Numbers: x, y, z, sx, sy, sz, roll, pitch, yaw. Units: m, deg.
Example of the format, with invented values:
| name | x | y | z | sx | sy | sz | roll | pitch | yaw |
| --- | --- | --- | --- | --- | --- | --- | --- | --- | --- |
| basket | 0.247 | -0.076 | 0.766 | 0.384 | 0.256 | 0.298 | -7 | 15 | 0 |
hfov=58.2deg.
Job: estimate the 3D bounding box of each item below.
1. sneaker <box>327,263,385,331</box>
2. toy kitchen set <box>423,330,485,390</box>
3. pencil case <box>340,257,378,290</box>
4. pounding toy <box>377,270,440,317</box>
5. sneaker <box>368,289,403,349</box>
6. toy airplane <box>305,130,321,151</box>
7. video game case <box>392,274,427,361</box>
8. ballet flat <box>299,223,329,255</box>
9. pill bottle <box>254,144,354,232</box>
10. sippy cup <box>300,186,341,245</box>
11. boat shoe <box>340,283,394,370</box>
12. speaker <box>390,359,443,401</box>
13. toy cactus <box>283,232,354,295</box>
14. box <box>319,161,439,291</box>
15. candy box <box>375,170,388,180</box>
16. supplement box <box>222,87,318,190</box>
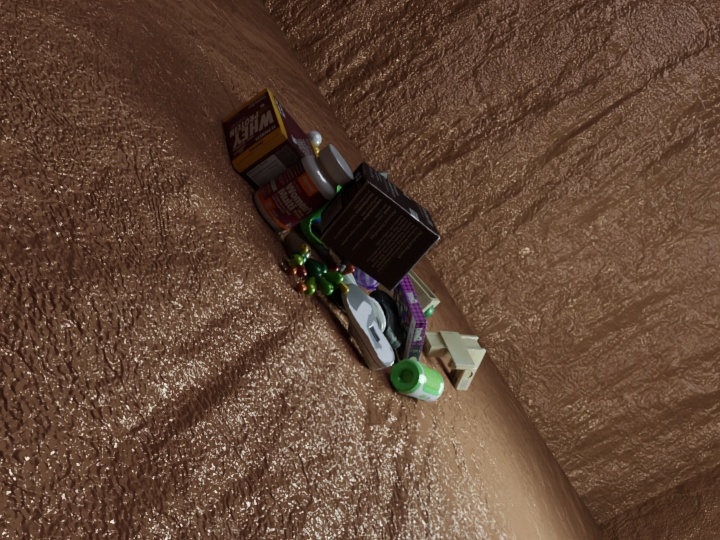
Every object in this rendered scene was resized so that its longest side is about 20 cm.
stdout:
| name | x | y | z | sx | sy | sz | roll | pitch | yaw |
| --- | --- | --- | --- | --- | --- | --- | --- | --- | --- |
| sneaker | -0.019 | 0.083 | 1.498 | 0.200 | 0.075 | 0.082 | 49 | 31 | -18 |
| toy kitchen set | 0.294 | 0.320 | 2.109 | 0.199 | 0.181 | 0.163 | 7 | 31 | -20 |
| pencil case | 0.000 | 0.000 | 1.610 | 0.200 | 0.084 | 0.086 | -166 | -103 | -80 |
| pounding toy | 0.144 | 0.100 | 1.986 | 0.200 | 0.142 | 0.184 | 49 | 9 | 13 |
| sneaker | 0.049 | 0.101 | 1.663 | 0.114 | 0.076 | 0.200 | 56 | 15 | -39 |
| toy airplane | -0.155 | -0.309 | 1.733 | 0.200 | 0.141 | 0.199 | 16 | 22 | -40 |
| video game case | 0.120 | 0.140 | 1.700 | 0.200 | 0.036 | 0.182 | -107 | -159 | -52 |
| ballet flat | -0.127 | -0.128 | 1.614 | 0.200 | 0.046 | 0.067 | 59 | 12 | 10 |
| pill bottle | -0.120 | -0.177 | 1.391 | 0.110 | 0.200 | 0.110 | 53 | 12 | -17 |
| sippy cup | -0.074 | -0.151 | 1.562 | 0.130 | 0.178 | 0.140 | 43 | 5 | -44 |
| boat shoe | 0.001 | 0.128 | 1.426 | 0.071 | 0.070 | 0.200 | -29 | 91 | -48 |
| speaker | 0.141 | 0.270 | 1.581 | 0.089 | 0.088 | 0.200 | 63 | 13 | 26 |
| toy cactus | -0.104 | -0.020 | 1.356 | 0.165 | 0.102 | 0.200 | 51 | 19 | 26 |
| box | 0.036 | -0.099 | 1.409 | 0.200 | 0.164 | 0.166 | 35 | 17 | -17 |
| candy box | 0.022 | -0.142 | 1.617 | 0.136 | 0.061 | 0.201 | -165 | -104 | -76 |
| supplement box | -0.194 | -0.269 | 1.497 | 0.200 | 0.133 | 0.198 | 46 | 16 | -45 |
